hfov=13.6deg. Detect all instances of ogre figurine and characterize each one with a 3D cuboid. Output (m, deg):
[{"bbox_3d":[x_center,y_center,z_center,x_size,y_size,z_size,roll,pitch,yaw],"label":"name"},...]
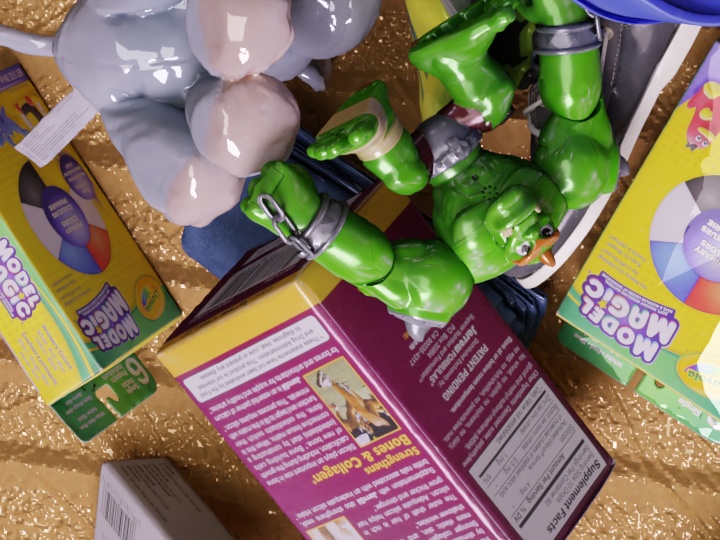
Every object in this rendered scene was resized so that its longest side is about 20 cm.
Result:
[{"bbox_3d":[0.053,-0.054,1.486,0.120,0.200,0.098,54,153,-18],"label":"ogre figurine"}]

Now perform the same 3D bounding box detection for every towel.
[{"bbox_3d":[0.000,0.000,1.634,0.200,0.049,0.112,33,134,9],"label":"towel"}]

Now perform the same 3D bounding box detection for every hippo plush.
[{"bbox_3d":[-0.064,-0.110,1.565,0.200,0.160,0.160,-30,80,44],"label":"hippo plush"}]

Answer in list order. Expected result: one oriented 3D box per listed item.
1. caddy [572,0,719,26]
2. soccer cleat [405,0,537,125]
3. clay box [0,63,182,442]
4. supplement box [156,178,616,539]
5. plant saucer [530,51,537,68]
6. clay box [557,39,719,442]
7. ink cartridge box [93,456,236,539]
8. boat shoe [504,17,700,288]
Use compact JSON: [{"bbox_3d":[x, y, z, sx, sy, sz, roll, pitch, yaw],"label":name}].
[{"bbox_3d":[0.125,-0.199,1.431,0.200,0.105,0.142,29,90,-25],"label":"caddy"},{"bbox_3d":[0.046,-0.150,1.541,0.084,0.065,0.201,42,150,35],"label":"soccer cleat"},{"bbox_3d":[-0.174,-0.011,1.669,0.048,0.115,0.200,-33,92,25],"label":"clay box"},{"bbox_3d":[0.014,0.072,1.568,0.131,0.103,0.200,-26,106,46],"label":"supplement box"},{"bbox_3d":[0.071,-0.187,1.537,0.070,0.019,0.201,18,133,16],"label":"plant saucer"},{"bbox_3d":[0.188,-0.010,1.557,0.115,0.048,0.200,33,113,10],"label":"clay box"},{"bbox_3d":[-0.103,0.223,1.680,0.043,0.200,0.174,-2,111,-24],"label":"ink cartridge box"},{"bbox_3d":[0.112,-0.087,1.551,0.067,0.072,0.201,21,107,-15],"label":"boat shoe"}]
